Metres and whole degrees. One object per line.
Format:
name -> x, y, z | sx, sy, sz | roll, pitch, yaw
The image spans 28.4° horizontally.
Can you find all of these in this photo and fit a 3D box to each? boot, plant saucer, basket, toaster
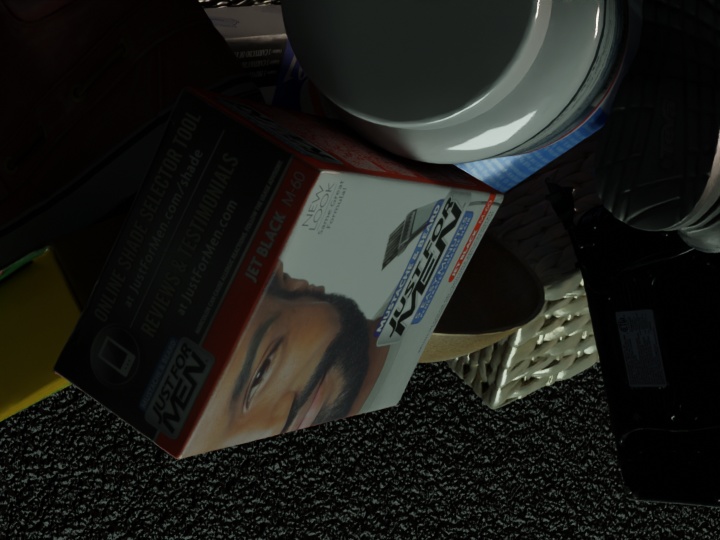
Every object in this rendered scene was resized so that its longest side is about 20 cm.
boot -> 0.168, -0.108, 0.635 | 0.070, 0.201, 0.131 | 29, -167, 25
plant saucer -> 0.000, 0.000, 0.770 | 0.199, 0.036, 0.200 | 15, -158, -6
basket -> 0.132, -0.015, 0.929 | 0.199, 0.124, 0.136 | -21, 145, -25
toaster -> 0.216, 0.026, 0.778 | 0.118, 0.202, 0.180 | -13, -178, -32

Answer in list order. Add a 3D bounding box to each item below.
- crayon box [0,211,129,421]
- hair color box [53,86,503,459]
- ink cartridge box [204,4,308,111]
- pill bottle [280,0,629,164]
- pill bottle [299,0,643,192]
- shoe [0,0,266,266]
crayon box -> -0.115, 0.016, 0.605 | 0.126, 0.051, 0.200 | -27, -179, 35
hair color box -> -0.020, 0.001, 0.554 | 0.064, 0.112, 0.200 | 31, -167, 21
ink cartridge box -> -0.071, -0.089, 0.756 | 0.044, 0.095, 0.200 | 28, -156, 24
pill bottle -> 0.040, -0.103, 0.563 | 0.119, 0.121, 0.200 | -15, -179, 16
pill bottle -> 0.076, -0.108, 0.739 | 0.199, 0.113, 0.112 | -33, 177, 17
shoe -> -0.123, -0.060, 0.587 | 0.199, 0.091, 0.071 | -27, -179, 43
